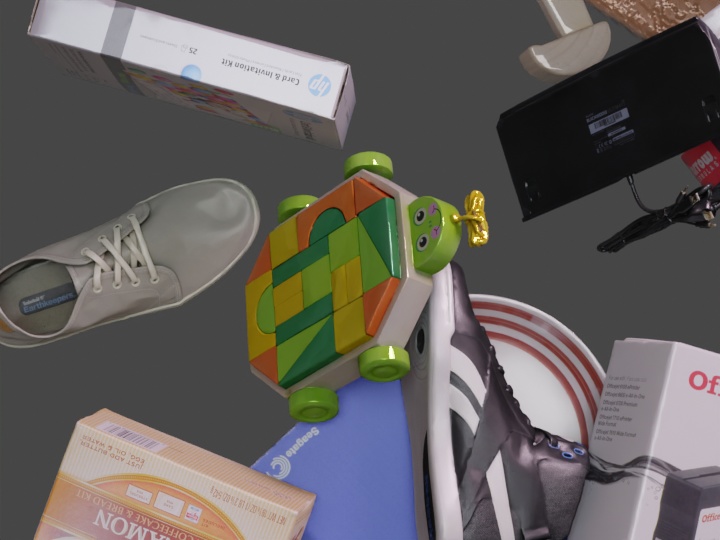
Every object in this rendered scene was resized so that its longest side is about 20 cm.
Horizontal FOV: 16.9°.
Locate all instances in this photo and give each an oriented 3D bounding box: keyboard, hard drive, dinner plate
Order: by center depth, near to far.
[{"bbox_3d":[0.172,-0.073,1.555,0.021,0.200,0.127,-10,80,-41],"label":"keyboard"},{"bbox_3d":[0.037,0.163,1.572,0.132,0.025,0.200,-43,85,-4],"label":"hard drive"},{"bbox_3d":[0.074,0.116,1.601,0.200,0.024,0.200,0,83,2],"label":"dinner plate"}]

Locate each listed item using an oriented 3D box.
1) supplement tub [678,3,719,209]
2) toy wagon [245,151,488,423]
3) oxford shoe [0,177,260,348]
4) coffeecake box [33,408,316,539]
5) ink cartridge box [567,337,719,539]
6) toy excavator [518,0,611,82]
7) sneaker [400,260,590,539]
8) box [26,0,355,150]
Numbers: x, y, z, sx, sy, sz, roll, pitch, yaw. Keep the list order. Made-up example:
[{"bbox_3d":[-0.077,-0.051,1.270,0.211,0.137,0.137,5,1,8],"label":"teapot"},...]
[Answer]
[{"bbox_3d":[0.287,-0.082,1.561,0.140,0.140,0.200,-37,84,-3],"label":"supplement tub"},{"bbox_3d":[0.000,0.000,1.543,0.040,0.200,0.155,19,53,-37],"label":"toy wagon"},{"bbox_3d":[-0.159,-0.004,1.602,0.200,0.058,0.075,-23,81,-4],"label":"oxford shoe"},{"bbox_3d":[-0.137,0.211,1.544,0.153,0.073,0.200,21,97,7],"label":"coffeecake box"},{"bbox_3d":[0.218,0.156,1.541,0.145,0.084,0.200,16,83,-21],"label":"ink cartridge box"},{"bbox_3d":[0.070,-0.229,1.612,0.200,0.100,0.195,3,85,-7],"label":"toy excavator"},{"bbox_3d":[0.089,0.091,1.544,0.112,0.073,0.200,1,79,-17],"label":"sneaker"},{"bbox_3d":[-0.104,-0.130,1.566,0.200,0.156,0.041,15,86,2],"label":"box"}]
